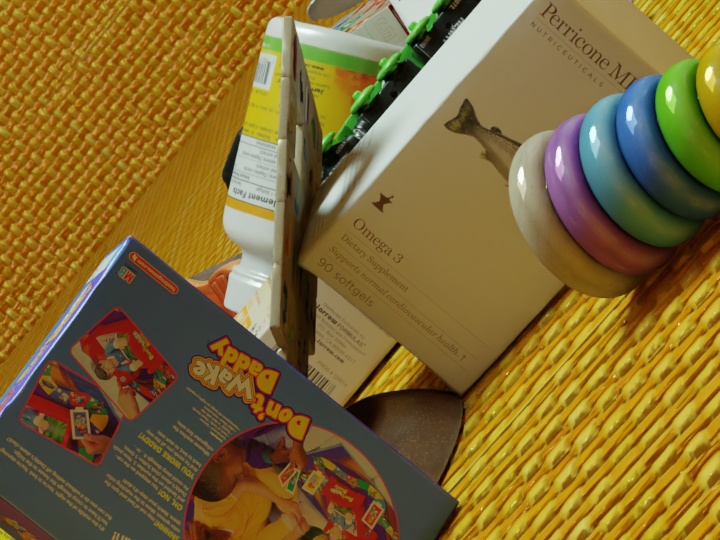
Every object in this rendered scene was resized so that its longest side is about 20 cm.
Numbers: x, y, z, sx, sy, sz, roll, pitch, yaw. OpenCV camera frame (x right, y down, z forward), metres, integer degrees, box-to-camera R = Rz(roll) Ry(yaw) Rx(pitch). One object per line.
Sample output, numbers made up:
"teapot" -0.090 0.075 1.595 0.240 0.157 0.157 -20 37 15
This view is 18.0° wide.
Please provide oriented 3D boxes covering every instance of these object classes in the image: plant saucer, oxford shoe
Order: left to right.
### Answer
"oxford shoe" -0.096 0.020 1.851 0.073 0.072 0.200 -34 7 -25
"plant saucer" -0.024 0.133 1.188 0.201 0.037 0.201 -48 10 12

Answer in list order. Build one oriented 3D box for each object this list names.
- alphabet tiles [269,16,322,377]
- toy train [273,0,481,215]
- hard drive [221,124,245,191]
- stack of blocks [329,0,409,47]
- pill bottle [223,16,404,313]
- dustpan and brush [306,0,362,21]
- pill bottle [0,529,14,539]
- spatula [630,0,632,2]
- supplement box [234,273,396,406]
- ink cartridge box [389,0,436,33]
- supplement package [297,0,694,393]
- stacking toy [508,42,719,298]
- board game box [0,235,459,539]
"alphabet tiles" -0.034 -0.009 1.210 0.167 0.007 0.202 77 -165 -72
"toy train" 0.014 -0.099 1.424 0.200 0.042 0.056 -52 1 -21
"hard drive" -0.006 -0.117 1.696 0.199 0.033 0.140 -26 -6 -12
"stack of blocks" 0.048 -0.201 1.818 0.199 0.059 0.115 -29 12 34
"pill bottle" -0.032 -0.064 1.555 0.111 0.110 0.202 -136 59 -80
"dustpan and brush" 0.023 -0.253 1.617 0.140 0.057 0.200 -56 21 -14
"pill bottle" -0.163 0.120 1.471 0.113 0.112 0.201 -160 89 -79
"spatula" 0.126 -0.094 1.367 0.056 0.021 0.201 -39 17 45
"supplement box" 0.000 0.000 1.437 0.200 0.073 0.126 -50 10 2
"ink cartridge box" 0.089 -0.227 1.590 0.148 0.076 0.201 -47 43 18
"supplement package" 0.076 -0.058 1.194 0.200 0.117 0.117 -48 10 18
"stacking toy" 0.159 -0.068 0.998 0.200 0.085 0.086 -36 17 38
"board game box" -0.071 0.101 1.039 0.135 0.200 0.045 -54 11 -23
